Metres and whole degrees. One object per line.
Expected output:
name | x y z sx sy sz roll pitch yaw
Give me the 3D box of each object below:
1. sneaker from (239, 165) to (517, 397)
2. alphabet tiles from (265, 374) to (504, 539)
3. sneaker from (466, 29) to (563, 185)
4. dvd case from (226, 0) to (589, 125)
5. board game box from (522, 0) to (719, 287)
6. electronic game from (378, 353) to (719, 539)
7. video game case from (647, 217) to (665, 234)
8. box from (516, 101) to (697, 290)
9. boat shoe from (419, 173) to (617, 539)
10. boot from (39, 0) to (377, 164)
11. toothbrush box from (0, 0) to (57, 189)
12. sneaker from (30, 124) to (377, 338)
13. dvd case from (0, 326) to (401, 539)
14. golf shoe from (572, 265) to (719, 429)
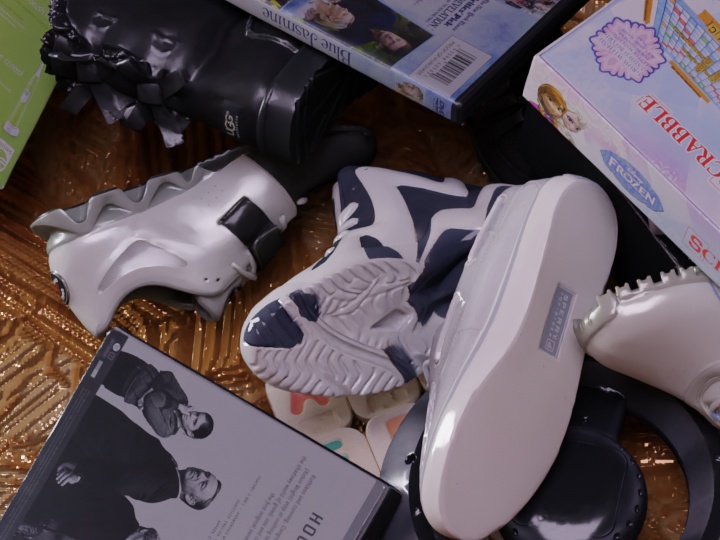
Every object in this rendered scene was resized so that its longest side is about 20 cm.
sneaker | 0.000 0.000 1.522 0.199 0.080 0.130 -30 27 -24
alphabet tiles | 0.035 0.115 1.489 0.200 0.015 0.196 -19 60 -6
sneaker | 0.084 -0.116 1.587 0.073 0.082 0.200 -25 62 -7
dvd case | 0.015 -0.166 1.548 0.200 0.018 0.143 29 53 23
board game box | 0.222 -0.084 1.433 0.199 0.041 0.200 -36 71 -24
electronic game | 0.107 0.119 1.449 0.200 0.042 0.200 -3 56 5
video game case | 0.211 -0.110 1.481 0.143 0.018 0.200 -1 62 -6
box | 0.206 -0.075 1.514 0.200 0.079 0.141 -28 66 -19
boat shoe | 0.066 0.042 1.442 0.068 0.072 0.200 0 69 49
boot | -0.072 -0.139 1.583 0.162 0.073 0.198 19 42 19
toothbrush box | -0.236 -0.147 1.631 0.146 0.086 0.200 0 56 45
sneaker | -0.076 -0.019 1.579 0.200 0.074 0.089 -21 83 -10
dvd case | -0.093 0.136 1.480 0.200 0.025 0.150 28 86 31
golf shoe | 0.204 0.058 1.427 0.200 0.078 0.097 10 53 -20
